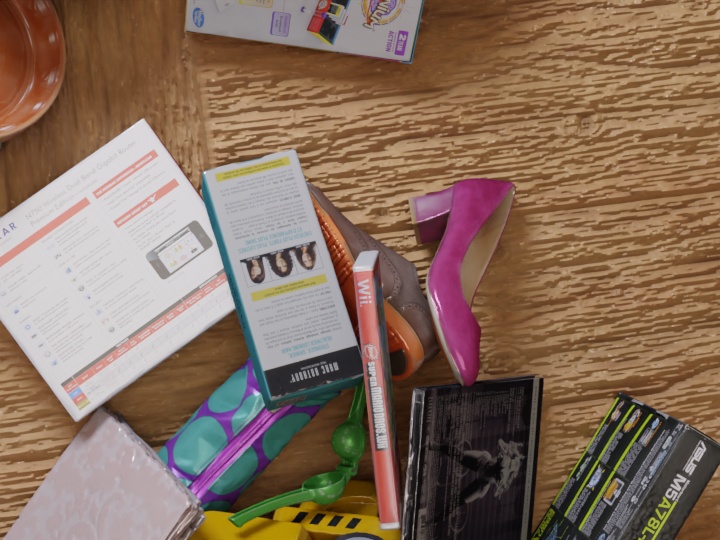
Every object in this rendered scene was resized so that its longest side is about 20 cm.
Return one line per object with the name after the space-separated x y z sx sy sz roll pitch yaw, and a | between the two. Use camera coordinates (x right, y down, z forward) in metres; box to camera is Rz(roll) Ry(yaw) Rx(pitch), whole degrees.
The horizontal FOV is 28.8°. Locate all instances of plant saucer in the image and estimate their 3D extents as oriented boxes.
-0.339 -0.192 1.144 0.200 0.032 0.200 16 61 -32 | plant saucer

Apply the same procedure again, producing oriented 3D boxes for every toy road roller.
-0.050 0.248 1.182 0.200 0.146 0.123 6 121 6 | toy road roller

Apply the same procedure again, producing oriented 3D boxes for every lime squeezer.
-0.029 0.147 1.166 0.071 0.038 0.200 42 68 -13 | lime squeezer

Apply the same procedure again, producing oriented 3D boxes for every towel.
-0.223 0.228 1.148 0.032 0.200 0.191 36 88 -37 | towel

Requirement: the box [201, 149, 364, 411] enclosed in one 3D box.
-0.065 0.007 1.150 0.082 0.049 0.200 -15 76 -12 | box

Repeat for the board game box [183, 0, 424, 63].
-0.041 -0.258 1.168 0.200 0.040 0.153 8 131 -6 | board game box

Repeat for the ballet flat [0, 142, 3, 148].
-0.376 -0.174 1.172 0.074 0.074 0.200 -38 95 -2 | ballet flat

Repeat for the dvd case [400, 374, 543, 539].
0.097 0.167 1.182 0.016 0.200 0.149 6 93 36 | dvd case

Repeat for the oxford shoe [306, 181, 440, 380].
0.000 0.000 1.223 0.073 0.071 0.200 -31 85 -41 | oxford shoe

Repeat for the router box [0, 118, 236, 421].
-0.213 -0.001 1.203 0.200 0.049 0.180 -35 95 -3 | router box

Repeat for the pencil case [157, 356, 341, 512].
-0.111 0.147 1.197 0.085 0.092 0.200 42 90 -9 | pencil case

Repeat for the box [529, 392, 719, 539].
0.209 0.208 1.178 0.048 0.193 0.200 31 89 -4 | box

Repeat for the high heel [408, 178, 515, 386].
0.102 0.005 1.183 0.096 0.200 0.067 -12 138 3 | high heel

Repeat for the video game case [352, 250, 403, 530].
0.015 0.089 1.106 0.017 0.143 0.200 -6 95 3 | video game case
